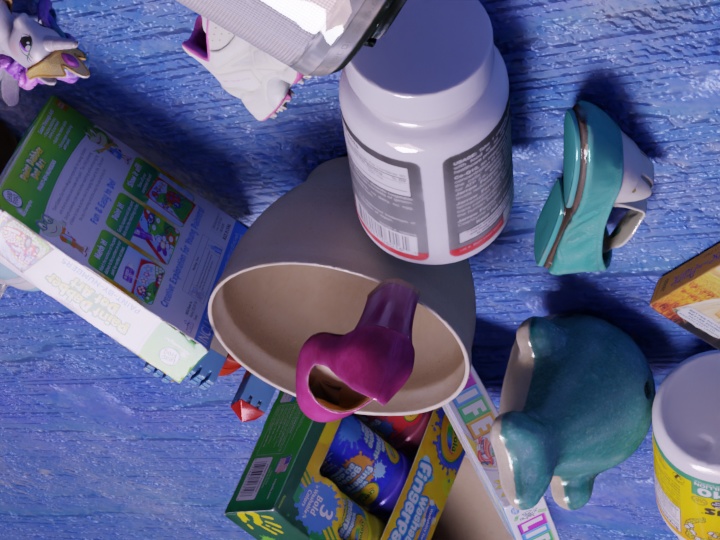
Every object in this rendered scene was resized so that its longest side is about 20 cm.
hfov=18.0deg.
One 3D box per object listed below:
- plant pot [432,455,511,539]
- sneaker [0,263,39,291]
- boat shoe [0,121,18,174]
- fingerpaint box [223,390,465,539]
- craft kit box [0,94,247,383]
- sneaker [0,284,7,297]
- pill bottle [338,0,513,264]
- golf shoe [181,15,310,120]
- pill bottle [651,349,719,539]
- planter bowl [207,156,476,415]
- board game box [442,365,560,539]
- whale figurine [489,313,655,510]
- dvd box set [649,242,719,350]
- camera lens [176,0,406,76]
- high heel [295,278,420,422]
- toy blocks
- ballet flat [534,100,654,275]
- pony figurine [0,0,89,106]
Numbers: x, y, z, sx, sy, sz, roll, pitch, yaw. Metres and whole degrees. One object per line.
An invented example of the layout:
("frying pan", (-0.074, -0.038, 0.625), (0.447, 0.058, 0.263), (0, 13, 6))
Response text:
("plant pot", (0.034, 0.260, 2.161), (0.187, 0.187, 0.200), (32, 166, -15))
("sneaker", (-0.327, -0.042, 1.813), (0.130, 0.080, 0.200), (32, 160, -33))
("boat shoe", (-0.311, -0.077, 1.928), (0.200, 0.072, 0.072), (33, 152, -29))
("fingerpaint box", (-0.003, 0.166, 1.963), (0.073, 0.200, 0.167), (-10, 137, 48))
("craft kit box", (-0.191, -0.028, 1.768), (0.197, 0.200, 0.049), (38, 116, -12))
("sneaker", (-0.357, -0.031, 2.002), (0.130, 0.080, 0.199), (33, -177, -7))
("pill bottle", (0.045, -0.100, 1.527), (0.114, 0.114, 0.200), (17, 153, 15))
("golf shoe", (-0.063, -0.168, 1.543), (0.091, 0.075, 0.200), (32, 152, -8))
("pill bottle", (0.288, 0.156, 1.795), (0.113, 0.113, 0.200), (16, 152, 17))
("planter bowl", (0.000, 0.000, 1.714), (0.200, 0.135, 0.200), (13, 148, 8))
("board game box", (0.105, 0.143, 1.869), (0.200, 0.034, 0.135), (63, 178, 36))
("whale figurine", (0.162, 0.109, 1.735), (0.104, 0.200, 0.159), (-6, 105, 24))
("dvd box set", (0.315, 0.023, 1.618), (0.146, 0.029, 0.200), (31, 154, -12))
("camera lens", (-0.058, -0.221, 1.337), (0.200, 0.160, 0.160), (30, 153, -10))
("high heel", (-0.010, 0.089, 1.637), (0.067, 0.096, 0.200), (26, 146, -14))
("toy blocks", (-0.129, 0.041, 1.910), (0.200, 0.137, 0.100), (32, 153, -13))
("ballet flat", (0.166, -0.058, 1.574), (0.070, 0.067, 0.200), (0, 153, -4))
("pony figurine", (-0.297, -0.177, 1.667), (0.200, 0.167, 0.193), (43, 144, -3))
